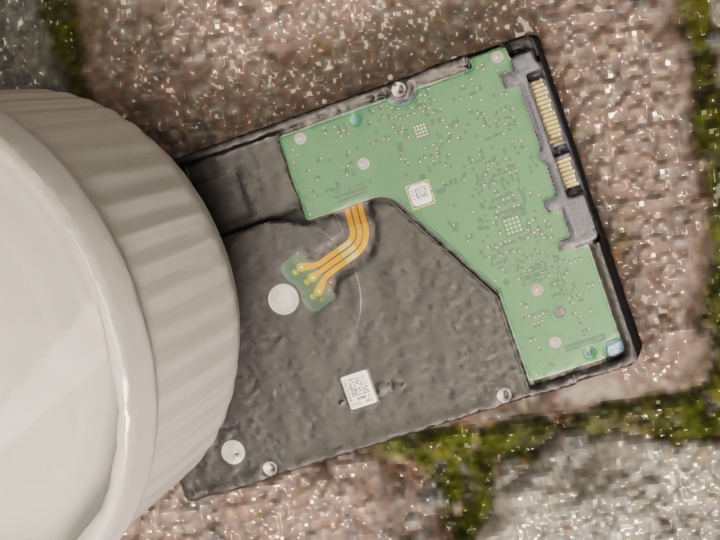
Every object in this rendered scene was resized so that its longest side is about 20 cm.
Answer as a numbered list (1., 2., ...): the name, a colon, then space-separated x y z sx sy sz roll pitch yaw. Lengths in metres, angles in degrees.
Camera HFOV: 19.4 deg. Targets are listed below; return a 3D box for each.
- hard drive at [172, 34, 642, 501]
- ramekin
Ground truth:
1. hard drive: 0.000 0.000 0.860 0.200 0.038 0.140 -19 94 14
2. ramekin: -0.137 0.020 0.834 0.202 0.094 0.203 12 111 34
